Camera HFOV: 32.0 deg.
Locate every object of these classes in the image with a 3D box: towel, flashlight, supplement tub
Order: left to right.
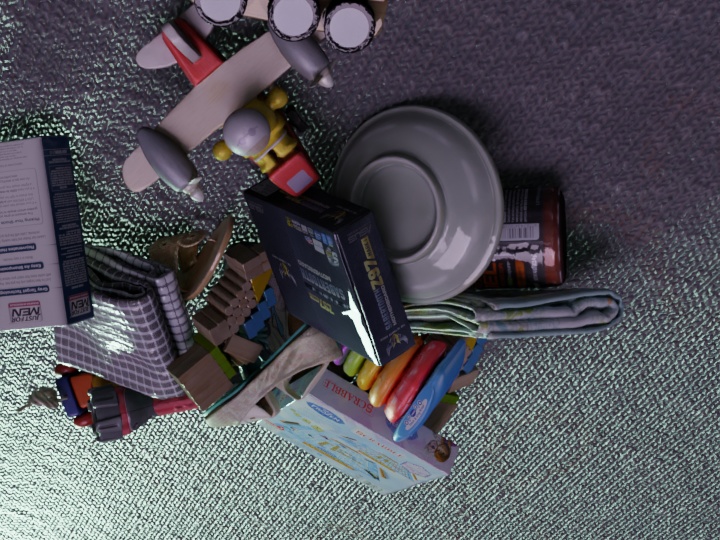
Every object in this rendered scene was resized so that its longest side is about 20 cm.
[{"bbox_3d":[-0.288,0.054,1.458,0.199,0.086,0.166,16,139,31],"label":"towel"},{"bbox_3d":[-0.226,0.156,1.516,0.198,0.068,0.068,-10,139,-18],"label":"flashlight"},{"bbox_3d":[0.116,-0.032,1.324,0.198,0.108,0.107,-2,137,13],"label":"supplement tub"},{"bbox_3d":[0.154,0.042,1.342,0.199,0.049,0.171,-1,-178,-34],"label":"towel"}]

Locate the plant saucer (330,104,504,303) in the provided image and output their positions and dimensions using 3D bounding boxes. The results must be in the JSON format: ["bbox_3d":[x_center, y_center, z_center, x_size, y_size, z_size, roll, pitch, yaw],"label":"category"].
[{"bbox_3d":[0.045,-0.064,1.255,0.199,0.050,0.202,6,101,32],"label":"plant saucer"}]

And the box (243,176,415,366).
[{"bbox_3d":[-0.035,-0.004,1.295,0.200,0.051,0.159,27,142,54],"label":"box"}]

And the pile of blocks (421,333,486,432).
[{"bbox_3d":[0.099,0.105,1.515,0.062,0.082,0.201,41,125,30],"label":"pile of blocks"}]

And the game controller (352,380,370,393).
[{"bbox_3d":[0.011,0.181,1.627,0.104,0.042,0.200,29,135,-24],"label":"game controller"}]

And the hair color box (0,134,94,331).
[{"bbox_3d":[-0.356,-0.040,1.354,0.099,0.060,0.202,-5,95,19],"label":"hair color box"}]

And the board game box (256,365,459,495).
[{"bbox_3d":[-0.008,0.200,1.536,0.199,0.041,0.199,31,155,-12],"label":"board game box"}]

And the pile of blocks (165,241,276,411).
[{"bbox_3d":[-0.150,0.055,1.413,0.082,0.201,0.062,29,-179,-40],"label":"pile of blocks"}]

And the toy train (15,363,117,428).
[{"bbox_3d":[-0.319,0.139,1.545,0.115,0.200,0.085,-22,89,22],"label":"toy train"}]

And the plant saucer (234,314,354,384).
[{"bbox_3d":[-0.103,0.120,1.588,0.198,0.036,0.201,5,138,5],"label":"plant saucer"}]

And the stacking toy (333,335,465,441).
[{"bbox_3d":[0.010,0.088,1.426,0.199,0.110,0.117,36,120,7],"label":"stacking toy"}]

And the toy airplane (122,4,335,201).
[{"bbox_3d":[-0.121,-0.161,1.196,0.197,0.141,0.202,2,118,-16],"label":"toy airplane"}]

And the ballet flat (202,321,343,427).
[{"bbox_3d":[-0.099,0.132,1.412,0.200,0.067,0.062,-41,86,25],"label":"ballet flat"}]

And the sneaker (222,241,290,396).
[{"bbox_3d":[-0.117,0.063,1.464,0.077,0.087,0.202,-6,117,13],"label":"sneaker"}]

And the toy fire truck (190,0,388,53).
[{"bbox_3d":[-0.049,-0.301,1.068,0.174,0.129,0.202,10,114,-7],"label":"toy fire truck"}]

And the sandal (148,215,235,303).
[{"bbox_3d":[-0.215,-0.004,1.442,0.069,0.078,0.212,22,143,-16],"label":"sandal"}]
